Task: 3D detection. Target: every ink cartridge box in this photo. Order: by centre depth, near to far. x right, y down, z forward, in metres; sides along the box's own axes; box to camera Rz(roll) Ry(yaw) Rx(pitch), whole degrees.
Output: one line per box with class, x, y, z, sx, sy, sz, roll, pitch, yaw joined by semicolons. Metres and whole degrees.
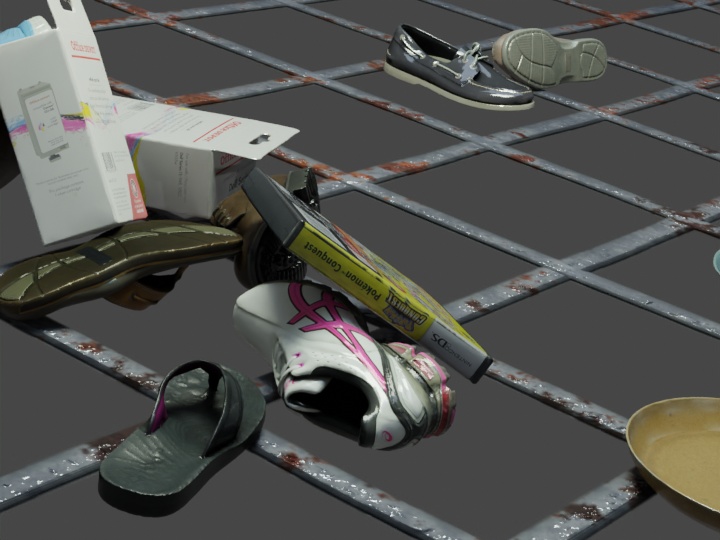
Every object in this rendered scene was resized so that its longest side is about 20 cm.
ink cartridge box;-0.240;-0.126;1.440;0.067;0.201;0.116;-16;2;6
ink cartridge box;-0.165;-0.100;1.608;0.199;0.068;0.117;11;21;16

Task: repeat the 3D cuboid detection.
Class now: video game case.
video game case;0.000;0.000;1.357;0.180;0.026;0.200;36;4;-18

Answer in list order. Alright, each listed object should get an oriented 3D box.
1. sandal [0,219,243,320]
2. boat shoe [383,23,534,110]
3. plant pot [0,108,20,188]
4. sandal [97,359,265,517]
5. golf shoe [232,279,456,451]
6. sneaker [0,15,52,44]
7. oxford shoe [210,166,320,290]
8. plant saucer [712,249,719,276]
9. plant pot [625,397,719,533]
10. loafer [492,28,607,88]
sandal;-0.183;0.008;1.378;0.199;0.055;0.082;-22;30;-30
boat shoe;0.117;-0.238;2.111;0.199;0.063;0.073;22;24;27
plant pot;-0.348;-0.126;1.489;0.186;0.188;0.200;17;8;16
sandal;-0.109;0.097;1.179;0.075;0.048;0.200;13;22;8
golf shoe;-0.029;0.063;1.271;0.092;0.073;0.200;-14;32;-44
sneaker;-0.332;-0.192;1.808;0.090;0.079;0.200;-20;28;-19
oxford shoe;-0.086;-0.026;1.498;0.084;0.073;0.200;-5;18;8
plant saucer;0.410;0.029;1.606;0.200;0.039;0.201;9;22;-4
plant pot;0.283;0.146;1.268;0.199;0.028;0.200;8;21;-3
loafer;0.225;-0.262;2.235;0.199;0.072;0.063;-2;7;-45
